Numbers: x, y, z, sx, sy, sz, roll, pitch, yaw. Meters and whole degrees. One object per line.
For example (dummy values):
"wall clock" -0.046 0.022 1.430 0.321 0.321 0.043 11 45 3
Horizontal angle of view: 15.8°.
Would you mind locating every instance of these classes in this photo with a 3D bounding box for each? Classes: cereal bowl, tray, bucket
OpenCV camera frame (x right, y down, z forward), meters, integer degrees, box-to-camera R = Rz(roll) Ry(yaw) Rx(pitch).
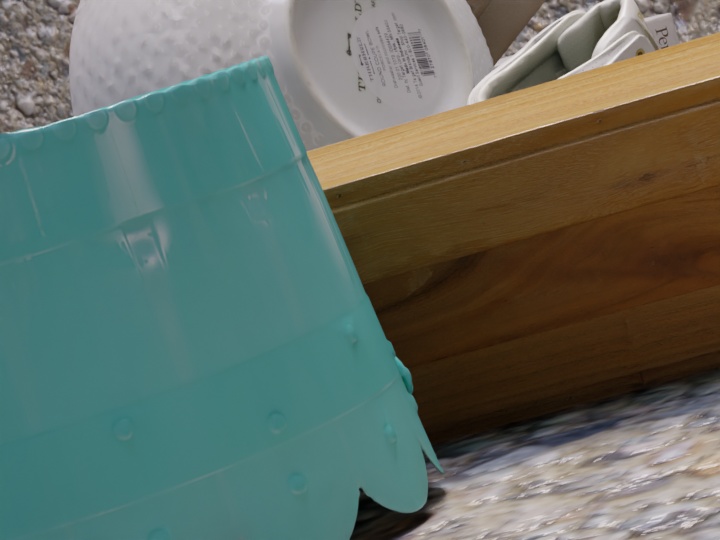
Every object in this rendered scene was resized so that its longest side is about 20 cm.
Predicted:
"cereal bowl" -0.016 -0.075 1.059 0.200 0.201 0.083 -20 -6 -41
"tray" 0.086 -0.013 0.817 0.199 0.099 0.037 -15 26 11
"bucket" -0.090 0.027 0.749 0.206 0.135 0.207 -16 4 1

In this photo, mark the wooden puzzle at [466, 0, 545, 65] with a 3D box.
"wooden puzzle" -0.025 -0.126 1.224 0.199 0.037 0.185 16 -17 -7

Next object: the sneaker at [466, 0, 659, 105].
"sneaker" 0.136 -0.062 1.069 0.199 0.116 0.074 -21 25 -22

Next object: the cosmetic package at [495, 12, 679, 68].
"cosmetic package" 0.080 -0.060 1.390 0.199 0.108 0.085 -20 4 -21
